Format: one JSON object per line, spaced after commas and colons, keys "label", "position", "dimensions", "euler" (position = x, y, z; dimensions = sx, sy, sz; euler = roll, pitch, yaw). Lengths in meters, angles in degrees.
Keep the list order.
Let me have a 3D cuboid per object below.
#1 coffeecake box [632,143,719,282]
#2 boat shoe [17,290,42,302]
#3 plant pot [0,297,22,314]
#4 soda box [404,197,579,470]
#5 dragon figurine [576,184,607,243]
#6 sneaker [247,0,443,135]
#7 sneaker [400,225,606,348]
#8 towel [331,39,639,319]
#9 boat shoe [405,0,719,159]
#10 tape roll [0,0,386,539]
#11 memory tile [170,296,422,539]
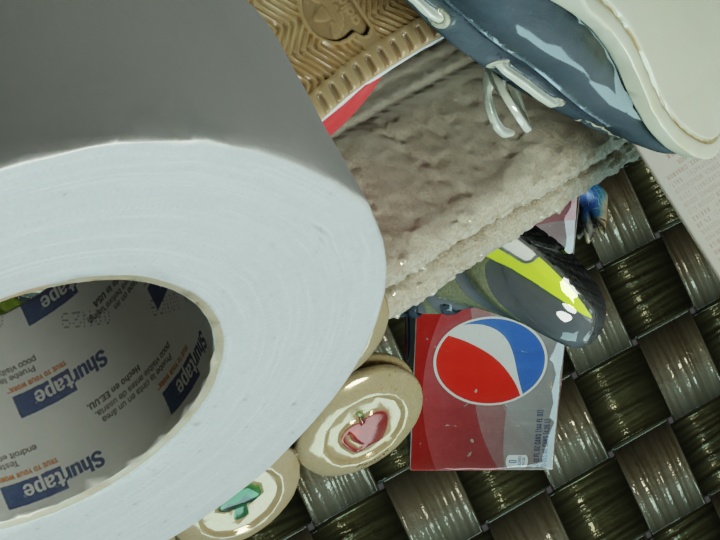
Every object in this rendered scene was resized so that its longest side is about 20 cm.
{"label": "coffeecake box", "position": [0.150, -0.077, 0.822], "dimensions": [0.073, 0.201, 0.153], "euler": [-34, 176, 29]}
{"label": "boat shoe", "position": [-0.092, -0.011, 0.982], "dimensions": [0.199, 0.072, 0.068], "euler": [-1, 143, 17]}
{"label": "plant pot", "position": [-0.207, 0.069, 0.810], "dimensions": [0.199, 0.201, 0.184], "euler": [-25, 169, -3]}
{"label": "soda box", "position": [0.055, -0.007, 0.968], "dimensions": [0.069, 0.201, 0.064], "euler": [1, -143, -1]}
{"label": "dragon figurine", "position": [0.059, -0.043, 1.043], "dimensions": [0.200, 0.099, 0.059], "euler": [-45, -161, 5]}
{"label": "sneaker", "position": [-0.051, -0.057, 0.705], "dimensions": [0.199, 0.072, 0.112], "euler": [-28, 179, -38]}
{"label": "sneaker", "position": [0.000, 0.000, 0.880], "dimensions": [0.199, 0.081, 0.074], "euler": [18, -175, 20]}
{"label": "towel", "position": [0.024, -0.060, 0.840], "dimensions": [0.199, 0.132, 0.035], "euler": [-30, 147, -37]}
{"label": "boat shoe", "position": [0.057, -0.081, 0.677], "dimensions": [0.061, 0.075, 0.200], "euler": [-6, 165, 29]}
{"label": "tape roll", "position": [-0.095, 0.011, 0.576], "dimensions": [0.199, 0.066, 0.201], "euler": [-22, 150, -13]}
{"label": "memory tile", "position": [-0.077, 0.058, 0.728], "dimensions": [0.199, 0.017, 0.154], "euler": [-30, 141, -7]}
